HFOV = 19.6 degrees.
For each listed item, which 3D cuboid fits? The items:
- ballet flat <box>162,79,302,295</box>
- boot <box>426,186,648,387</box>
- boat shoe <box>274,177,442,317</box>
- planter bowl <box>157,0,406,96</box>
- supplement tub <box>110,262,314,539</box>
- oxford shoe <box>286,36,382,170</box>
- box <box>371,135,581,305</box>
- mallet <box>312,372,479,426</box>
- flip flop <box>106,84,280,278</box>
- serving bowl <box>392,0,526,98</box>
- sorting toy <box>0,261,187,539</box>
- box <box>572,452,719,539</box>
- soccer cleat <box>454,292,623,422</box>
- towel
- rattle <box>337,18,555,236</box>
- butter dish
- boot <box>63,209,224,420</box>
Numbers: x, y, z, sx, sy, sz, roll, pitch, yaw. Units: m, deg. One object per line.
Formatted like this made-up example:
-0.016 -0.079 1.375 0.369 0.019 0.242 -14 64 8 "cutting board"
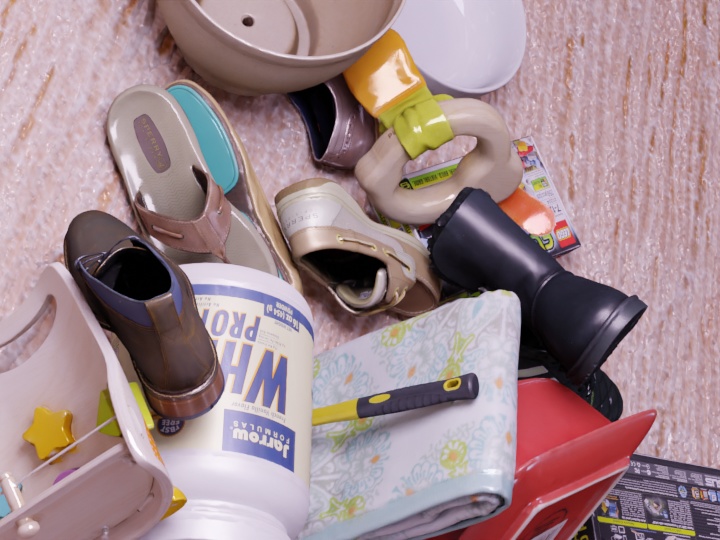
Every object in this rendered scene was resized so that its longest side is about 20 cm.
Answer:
-0.101 -0.049 1.589 0.202 0.068 0.063 67 15 3 "ballet flat"
0.126 0.008 1.585 0.168 0.200 0.077 41 85 4 "boot"
0.000 0.000 1.617 0.200 0.074 0.067 33 42 -47 "boat shoe"
-0.075 -0.218 1.617 0.198 0.135 0.202 9 62 -17 "planter bowl"
-0.104 0.113 1.425 0.144 0.145 0.202 22 54 -34 "supplement tub"
-0.028 -0.180 1.711 0.072 0.071 0.202 -4 72 -40 "oxford shoe"
0.100 -0.043 1.784 0.199 0.035 0.111 -20 84 -47 "box"
-0.008 0.108 1.488 0.041 0.198 0.066 48 46 -43 "mallet"
-0.128 -0.048 1.528 0.201 0.081 0.058 63 -1 8 "flip flop"
0.052 -0.233 1.817 0.199 0.066 0.202 22 54 -34 "serving bowl"
-0.209 0.097 1.329 0.107 0.199 0.181 21 41 -57 "sorting toy"
0.251 0.240 1.771 0.199 0.044 0.162 13 61 -39 "box"
0.158 0.075 1.741 0.199 0.081 0.068 31 50 -29 "soccer cleat"
0.029 0.115 1.515 0.048 0.199 0.173 36 45 -41 "towel"
0.066 -0.104 1.706 0.199 0.131 0.143 15 21 -47 "rattle"
0.095 0.150 1.593 0.199 0.200 0.148 -17 57 -48 "butter dish"
-0.148 -0.001 1.349 0.074 0.097 0.200 -27 47 -14 "boot"
